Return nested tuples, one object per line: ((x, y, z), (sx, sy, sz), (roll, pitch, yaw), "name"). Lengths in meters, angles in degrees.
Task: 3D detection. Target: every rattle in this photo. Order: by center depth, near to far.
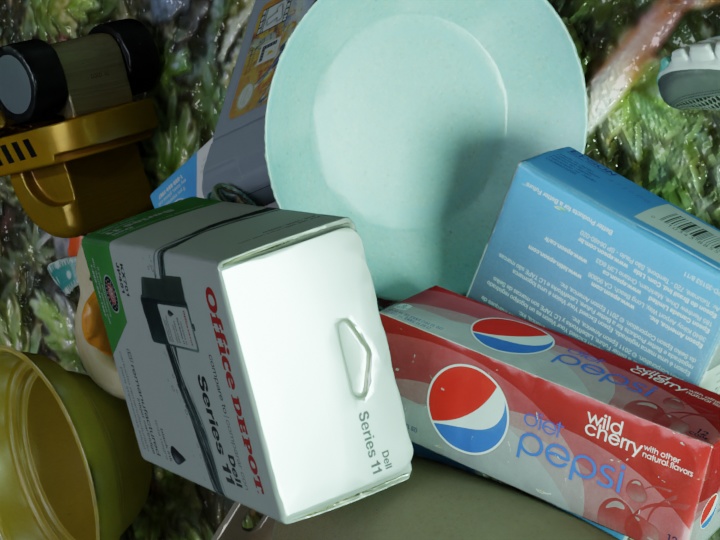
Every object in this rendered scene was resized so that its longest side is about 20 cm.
((-0.206, 0.010, 1.313), (0.200, 0.143, 0.130), (46, 122, 33), "rattle")

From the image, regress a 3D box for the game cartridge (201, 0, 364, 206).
((-0.026, -0.137, 1.113), (0.133, 0.041, 0.200), (-24, 43, 47), "game cartridge")

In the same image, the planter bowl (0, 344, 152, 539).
((-0.216, 0.143, 1.366), (0.200, 0.083, 0.201), (26, 124, 46), "planter bowl")

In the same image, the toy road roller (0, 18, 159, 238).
((-0.236, -0.097, 1.353), (0.200, 0.123, 0.146), (-8, 99, 46), "toy road roller")

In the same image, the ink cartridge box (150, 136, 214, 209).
((-0.052, 0.006, 1.198), (0.115, 0.068, 0.200), (-38, 67, 37), "ink cartridge box")

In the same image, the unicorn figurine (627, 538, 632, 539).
((0.132, 0.231, 1.024), (0.137, 0.074, 0.200), (13, 98, 34), "unicorn figurine")

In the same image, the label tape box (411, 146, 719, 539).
((0.126, 0.053, 1.003), (0.143, 0.066, 0.200), (31, 119, 24), "label tape box")

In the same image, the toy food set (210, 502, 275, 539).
((-0.012, 0.192, 1.143), (0.200, 0.060, 0.144), (36, 95, 43), "toy food set")

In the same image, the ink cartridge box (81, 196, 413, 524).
((-0.066, 0.043, 0.988), (0.200, 0.083, 0.147), (8, 115, 61), "ink cartridge box")

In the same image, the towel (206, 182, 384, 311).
((-0.054, 0.061, 1.100), (0.147, 0.022, 0.200), (37, 134, 32), "towel")

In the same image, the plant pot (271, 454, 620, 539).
((0.043, 0.181, 0.966), (0.200, 0.187, 0.188), (37, 120, 45), "plant pot")

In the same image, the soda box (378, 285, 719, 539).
((0.101, 0.075, 0.947), (0.200, 0.063, 0.070), (22, 114, 27), "soda box")

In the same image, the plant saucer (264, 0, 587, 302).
((0.034, -0.083, 1.026), (0.039, 0.201, 0.201), (-155, 67, -66), "plant saucer")

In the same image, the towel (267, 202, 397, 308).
((0.000, 0.000, 1.107), (0.200, 0.030, 0.146), (40, 95, 23), "towel")

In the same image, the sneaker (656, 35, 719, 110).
((0.231, -0.075, 0.896), (0.200, 0.077, 0.091), (7, 103, 47), "sneaker")
